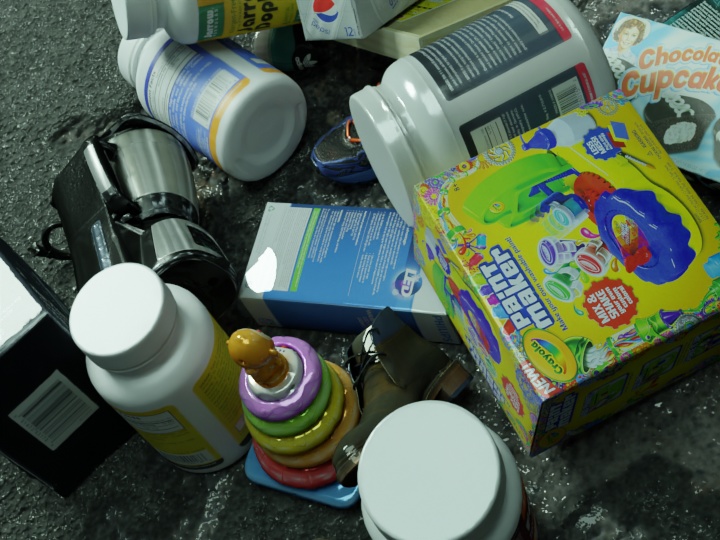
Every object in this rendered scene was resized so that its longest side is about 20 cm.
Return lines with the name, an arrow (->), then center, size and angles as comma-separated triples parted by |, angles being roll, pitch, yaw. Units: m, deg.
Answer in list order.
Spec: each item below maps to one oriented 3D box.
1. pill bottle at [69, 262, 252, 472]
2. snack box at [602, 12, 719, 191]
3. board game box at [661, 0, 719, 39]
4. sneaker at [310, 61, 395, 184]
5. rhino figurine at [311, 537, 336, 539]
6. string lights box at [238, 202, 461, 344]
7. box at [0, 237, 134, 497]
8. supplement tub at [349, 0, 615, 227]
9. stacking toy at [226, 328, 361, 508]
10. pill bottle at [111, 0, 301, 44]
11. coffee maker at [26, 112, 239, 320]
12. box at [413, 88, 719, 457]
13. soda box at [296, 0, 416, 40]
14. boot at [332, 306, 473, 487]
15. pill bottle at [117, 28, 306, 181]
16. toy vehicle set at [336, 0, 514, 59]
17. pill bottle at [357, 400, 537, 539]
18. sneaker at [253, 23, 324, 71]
pill bottle -> -0.159, 0.080, 0.996 | 0.110, 0.201, 0.113 | -8, 57, 13
snack box -> 0.287, -0.143, 1.042 | 0.199, 0.037, 0.117 | 27, 90, 39
board game box -> 0.347, -0.170, 1.078 | 0.134, 0.028, 0.201 | -34, 54, -3
sneaker -> 0.032, -0.160, 1.151 | 0.199, 0.079, 0.076 | -37, 54, -5
rhino figurine -> -0.057, 0.292, 0.916 | 0.087, 0.060, 0.201 | 20, 67, 49
string lights box -> 0.000, 0.000, 1.077 | 0.197, 0.059, 0.104 | 5, 62, 22
box -> -0.316, 0.064, 1.063 | 0.117, 0.197, 0.200 | -42, 56, -9
supplement tub -> 0.104, -0.137, 1.022 | 0.198, 0.141, 0.141 | -27, 54, -6
stacking toy -> -0.059, 0.096, 0.952 | 0.115, 0.201, 0.111 | 11, 63, 25
pill bottle -> -0.138, -0.281, 1.152 | 0.197, 0.114, 0.114 | -14, 53, -18
coffee maker -> -0.212, -0.010, 1.121 | 0.193, 0.133, 0.201 | -56, 40, 32
box -> 0.169, 0.002, 0.943 | 0.191, 0.122, 0.201 | -26, 64, -10
soda box -> 0.019, -0.285, 1.150 | 0.067, 0.064, 0.200 | 5, 32, 34
boot -> 0.009, 0.095, 0.939 | 0.097, 0.199, 0.075 | 46, 119, 9
pill bottle -> -0.156, -0.183, 1.212 | 0.112, 0.112, 0.199 | -46, 56, -12
toy vehicle set -> 0.057, -0.245, 1.157 | 0.123, 0.027, 0.200 | -25, 28, -20
pill bottle -> 0.064, 0.170, 0.857 | 0.112, 0.200, 0.116 | -5, 65, 11
sneaker -> -0.048, -0.297, 1.274 | 0.079, 0.071, 0.203 | 6, 69, 20
